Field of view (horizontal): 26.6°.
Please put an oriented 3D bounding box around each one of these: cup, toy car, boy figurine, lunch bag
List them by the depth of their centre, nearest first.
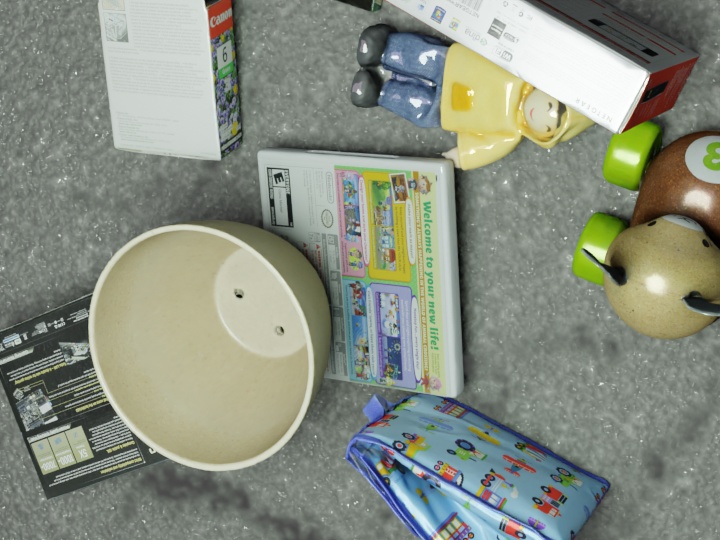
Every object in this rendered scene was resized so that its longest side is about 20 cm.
[{"bbox_3d":[0.229,-0.015,1.104,0.163,0.200,0.159,22,109,18],"label":"toy car"},{"bbox_3d":[0.092,-0.135,1.217,0.198,0.064,0.126,20,107,23],"label":"boy figurine"},{"bbox_3d":[0.083,0.167,1.234,0.199,0.150,0.095,39,113,12],"label":"lunch bag"},{"bbox_3d":[-0.103,0.043,1.255,0.198,0.143,0.203,7,109,20],"label":"cup"}]

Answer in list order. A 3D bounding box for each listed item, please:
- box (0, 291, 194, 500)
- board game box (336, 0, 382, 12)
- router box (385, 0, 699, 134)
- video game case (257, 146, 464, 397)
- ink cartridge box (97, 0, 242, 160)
[{"bbox_3d":[-0.218,0.097,1.390,0.198,0.086,0.165,-21,92,26],"label":"box"},{"bbox_3d":[-0.009,-0.324,1.244,0.104,0.023,0.202,22,109,21],"label":"board game box"},{"bbox_3d":[0.138,-0.178,1.123,0.199,0.179,0.049,32,112,15],"label":"router box"},{"bbox_3d":[0.000,0.000,1.287,0.180,0.022,0.202,6,110,30],"label":"video game case"},{"bbox_3d":[-0.164,-0.200,1.302,0.108,0.050,0.202,8,116,21],"label":"ink cartridge box"}]
